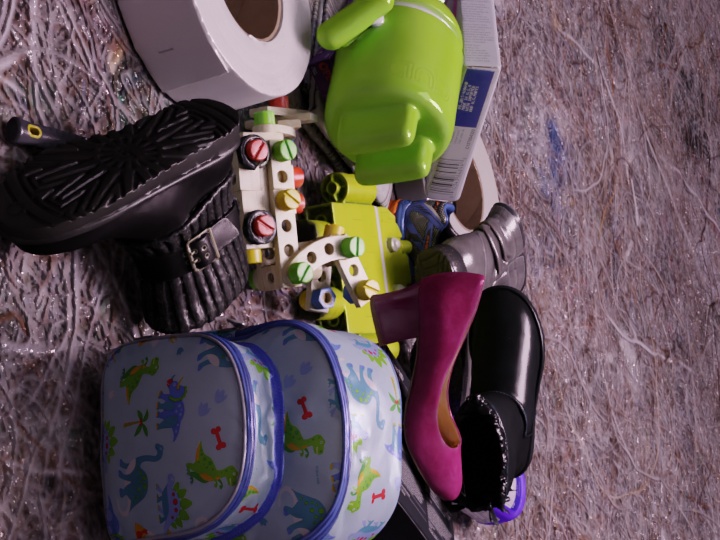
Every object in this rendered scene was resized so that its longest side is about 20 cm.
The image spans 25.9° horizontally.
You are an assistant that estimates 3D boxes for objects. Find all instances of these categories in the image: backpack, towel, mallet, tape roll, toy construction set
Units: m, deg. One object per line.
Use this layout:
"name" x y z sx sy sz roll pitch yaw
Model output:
"backpack" -0.080 0.123 1.090 0.147 0.199 0.184 21 61 -56
"towel" -0.011 -0.185 1.540 0.200 0.034 0.193 48 39 -43
"mallet" -0.187 -0.094 1.165 0.200 0.041 0.066 24 59 -53
"tape roll" -0.121 -0.233 1.310 0.202 0.071 0.203 36 48 -53
"tape roll" 0.096 -0.091 1.703 0.203 0.037 0.204 34 51 -53
"toy construction set" -0.060 -0.061 1.329 0.131 0.092 0.201 -4 73 -38

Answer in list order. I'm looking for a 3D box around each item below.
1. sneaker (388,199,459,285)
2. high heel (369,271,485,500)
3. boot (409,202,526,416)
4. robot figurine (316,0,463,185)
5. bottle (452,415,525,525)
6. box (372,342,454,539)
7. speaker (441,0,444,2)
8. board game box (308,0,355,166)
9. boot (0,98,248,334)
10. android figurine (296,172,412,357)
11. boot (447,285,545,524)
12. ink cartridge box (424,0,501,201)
"sneaker" 0.089 0.013 1.597 0.200 0.078 0.075 63 31 -26
"high heel" 0.079 0.096 1.288 0.067 0.096 0.201 -61 136 -70
"boot" 0.117 0.043 1.550 0.131 0.070 0.201 -29 134 -41
"robot figurine" 0.032 -0.170 1.398 0.176 0.115 0.201 57 33 -46
"bottle" 0.103 0.191 1.547 0.200 0.065 0.084 41 40 -55
"box" 0.020 0.173 1.344 0.200 0.079 0.142 59 26 -53
"speaker" 0.023 -0.330 1.616 0.200 0.088 0.089 43 43 -48
"board game box" 0.009 -0.195 1.531 0.120 0.032 0.200 60 29 -23
"boot" -0.163 -0.019 1.128 0.211 0.079 0.158 -26 135 -34
"android figurine" 0.000 0.000 1.470 0.200 0.041 0.183 4 78 -61
"boot" 0.118 0.119 1.418 0.162 0.073 0.199 -17 107 -72
"ink cartridge box" 0.094 -0.207 1.554 0.197 0.043 0.201 104 -13 -53
